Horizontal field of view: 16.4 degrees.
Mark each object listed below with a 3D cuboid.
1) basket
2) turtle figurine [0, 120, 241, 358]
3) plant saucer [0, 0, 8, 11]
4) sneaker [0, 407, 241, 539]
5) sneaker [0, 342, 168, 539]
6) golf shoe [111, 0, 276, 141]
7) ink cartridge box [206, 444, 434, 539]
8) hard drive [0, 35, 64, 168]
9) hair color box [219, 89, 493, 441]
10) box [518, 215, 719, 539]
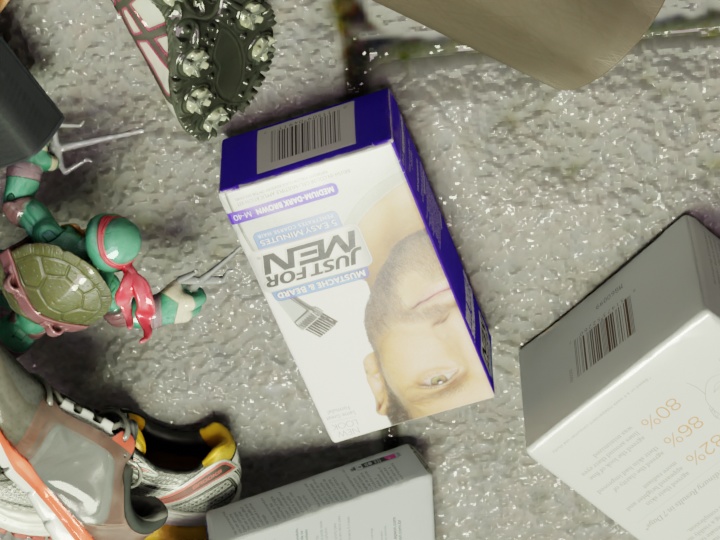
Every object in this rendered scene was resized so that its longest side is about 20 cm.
[{"bbox_3d":[0.064,-0.196,1.347,0.200,0.136,0.180,31,124,-25],"label":"basket"},{"bbox_3d":[-0.176,-0.008,1.481,0.200,0.101,0.150,-22,107,39],"label":"turtle figurine"},{"bbox_3d":[-0.282,-0.205,1.392,0.200,0.037,0.200,0,125,0],"label":"plant saucer"},{"bbox_3d":[-0.173,0.122,1.610,0.200,0.078,0.082,3,122,-14],"label":"sneaker"},{"bbox_3d":[-0.181,0.097,1.524,0.082,0.077,0.200,-31,126,-4],"label":"sneaker"},{"bbox_3d":[-0.105,-0.158,1.413,0.077,0.088,0.200,-41,147,-19],"label":"golf shoe"},{"bbox_3d":[-0.045,0.227,1.648,0.200,0.043,0.197,-16,128,-17],"label":"ink cartridge box"},{"bbox_3d":[-0.285,-0.094,1.426,0.200,0.042,0.135,-8,145,20],"label":"hard drive"},{"bbox_3d":[0.000,0.000,1.515,0.109,0.065,0.200,-17,125,11],"label":"hair color box"},{"bbox_3d":[0.221,0.093,1.565,0.200,0.106,0.152,39,116,-24],"label":"box"}]
